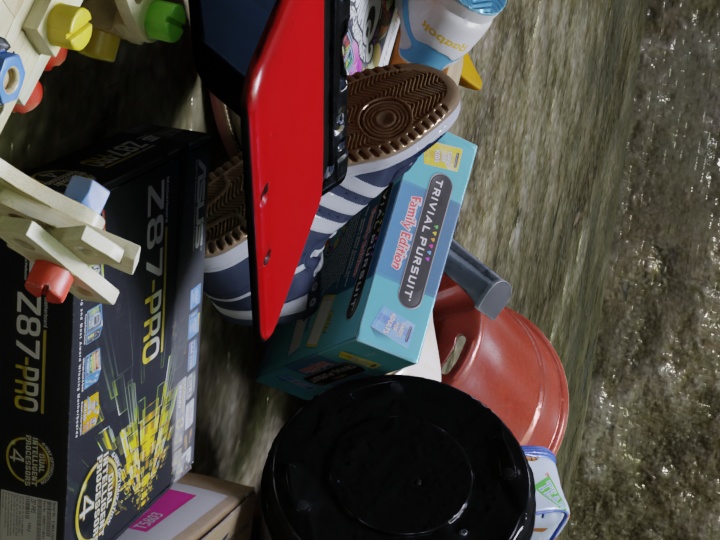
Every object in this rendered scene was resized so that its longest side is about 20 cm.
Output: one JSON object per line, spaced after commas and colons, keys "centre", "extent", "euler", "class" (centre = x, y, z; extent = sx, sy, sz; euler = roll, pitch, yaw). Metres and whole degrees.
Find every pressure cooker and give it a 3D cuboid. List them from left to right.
{"centre": [0.015, 0.188, 0.974], "extent": [0.201, 0.177, 0.176], "euler": [95, -29, -45], "class": "pressure cooker"}

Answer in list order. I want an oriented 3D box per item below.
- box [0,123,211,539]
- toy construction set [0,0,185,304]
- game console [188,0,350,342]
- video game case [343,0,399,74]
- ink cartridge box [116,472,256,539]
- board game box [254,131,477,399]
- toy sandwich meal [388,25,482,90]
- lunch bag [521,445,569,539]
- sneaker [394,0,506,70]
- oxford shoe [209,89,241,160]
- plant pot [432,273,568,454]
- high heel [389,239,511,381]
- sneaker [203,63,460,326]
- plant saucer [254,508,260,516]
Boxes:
{"centre": [-0.132, 0.038, 0.779], "extent": [0.161, 0.049, 0.202], "euler": [-44, 141, -69], "class": "box"}
{"centre": [-0.131, -0.089, 0.639], "extent": [0.131, 0.091, 0.202], "euler": [68, 26, -64], "class": "toy construction set"}
{"centre": [-0.067, -0.097, 0.760], "extent": [0.118, 0.172, 0.201], "euler": [-37, 153, -25], "class": "game console"}
{"centre": [-0.006, -0.218, 1.066], "extent": [0.200, 0.035, 0.183], "euler": [64, 39, -65], "class": "video game case"}
{"centre": [-0.133, 0.219, 0.852], "extent": [0.200, 0.074, 0.166], "euler": [-25, 124, -71], "class": "ink cartridge box"}
{"centre": [0.000, 0.000, 1.030], "extent": [0.200, 0.047, 0.152], "euler": [-26, -135, 65], "class": "board game box"}
{"centre": [0.057, -0.144, 1.272], "extent": [0.205, 0.070, 0.207], "euler": [12, 90, -74], "class": "toy sandwich meal"}
{"centre": [0.078, 0.215, 1.206], "extent": [0.201, 0.159, 0.076], "euler": [110, -30, -51], "class": "lunch bag"}
{"centre": [0.061, -0.228, 1.113], "extent": [0.081, 0.076, 0.201], "euler": [-49, -159, 38], "class": "sneaker"}
{"centre": [-0.046, -0.144, 0.903], "extent": [0.071, 0.074, 0.202], "euler": [-56, 154, -55], "class": "oxford shoe"}
{"centre": [0.052, 0.081, 1.226], "extent": [0.195, 0.199, 0.202], "euler": [51, 52, -60], "class": "plant pot"}
{"centre": [0.003, 0.047, 1.116], "extent": [0.200, 0.142, 0.071], "euler": [-47, 139, -3], "class": "high heel"}
{"centre": [-0.021, -0.042, 0.937], "extent": [0.199, 0.070, 0.109], "euler": [-33, 145, -11], "class": "sneaker"}
{"centre": [-0.105, 0.270, 1.062], "extent": [0.199, 0.036, 0.202], "euler": [-16, 117, -73], "class": "plant saucer"}
